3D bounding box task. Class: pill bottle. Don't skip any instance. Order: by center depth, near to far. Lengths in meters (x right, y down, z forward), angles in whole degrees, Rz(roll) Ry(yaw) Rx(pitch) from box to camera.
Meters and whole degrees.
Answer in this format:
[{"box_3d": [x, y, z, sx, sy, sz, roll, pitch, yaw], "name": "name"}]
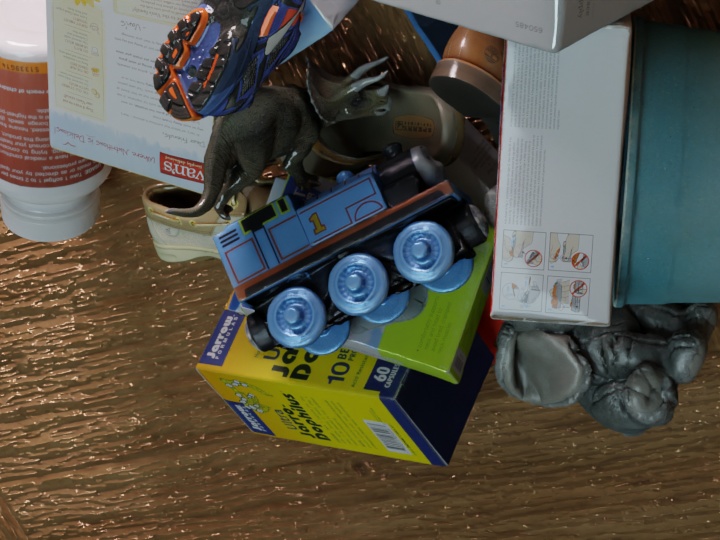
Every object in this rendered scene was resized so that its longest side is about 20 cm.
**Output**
[{"box_3d": [-0.262, -0.128, 1.787, 0.112, 0.112, 0.200, 18, 129, 18], "name": "pill bottle"}]

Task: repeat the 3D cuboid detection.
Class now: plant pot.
[{"box_3d": [0.273, -0.069, 1.475, 0.188, 0.200, 0.200, 4, 126, 5], "name": "plant pot"}]

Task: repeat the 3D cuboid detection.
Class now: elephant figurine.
[{"box_3d": [0.159, 0.034, 1.639, 0.200, 0.142, 0.155, 25, 100, 0], "name": "elephant figurine"}]

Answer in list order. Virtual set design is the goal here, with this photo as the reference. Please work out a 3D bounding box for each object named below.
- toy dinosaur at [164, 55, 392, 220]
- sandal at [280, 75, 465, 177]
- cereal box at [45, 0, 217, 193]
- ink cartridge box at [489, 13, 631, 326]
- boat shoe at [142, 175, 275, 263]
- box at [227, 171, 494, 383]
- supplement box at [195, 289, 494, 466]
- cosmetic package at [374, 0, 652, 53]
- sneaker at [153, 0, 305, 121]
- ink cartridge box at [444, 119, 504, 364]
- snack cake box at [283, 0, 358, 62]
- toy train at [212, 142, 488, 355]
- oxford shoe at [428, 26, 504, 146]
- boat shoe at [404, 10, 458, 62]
[{"box_3d": [-0.075, -0.101, 1.592, 0.077, 0.200, 0.102, 42, 140, 37], "name": "toy dinosaur"}, {"box_3d": [-0.003, -0.110, 1.661, 0.200, 0.054, 0.081, 4, 100, 47], "name": "sandal"}, {"box_3d": [-0.164, -0.162, 1.599, 0.144, 0.040, 0.200, 18, 130, 16], "name": "cereal box"}, {"box_3d": [0.138, -0.081, 1.469, 0.084, 0.176, 0.200, 4, 104, 6], "name": "ink cartridge box"}, {"box_3d": [-0.106, -0.050, 1.777, 0.200, 0.074, 0.066, -8, 119, 38], "name": "boat shoe"}, {"box_3d": [0.000, 0.000, 1.663, 0.200, 0.122, 0.048, 17, 168, 17], "name": "box"}, {"box_3d": [-0.013, 0.075, 1.757, 0.200, 0.109, 0.110, 6, 149, 34], "name": "supplement box"}, {"box_3d": [0.117, -0.261, 1.381, 0.165, 0.200, 0.165, 21, 123, 33], "name": "cosmetic package"}, {"box_3d": [-0.069, -0.191, 1.506, 0.075, 0.078, 0.200, 46, 110, 26], "name": "sneaker"}, {"box_3d": [0.089, -0.008, 1.716, 0.200, 0.047, 0.160, 47, 133, -5], "name": "ink cartridge box"}, {"box_3d": [-0.081, -0.192, 1.634, 0.200, 0.115, 0.067, -28, 105, 40], "name": "snack cake box"}, {"box_3d": [-0.006, -0.016, 1.588, 0.200, 0.087, 0.114, -28, 76, 12], "name": "toy train"}, {"box_3d": [0.129, -0.121, 1.574, 0.071, 0.071, 0.200, 8, 159, 39], "name": "oxford shoe"}, {"box_3d": [0.065, -0.209, 1.574, 0.069, 0.084, 0.200, -26, 130, 13], "name": "boat shoe"}]
